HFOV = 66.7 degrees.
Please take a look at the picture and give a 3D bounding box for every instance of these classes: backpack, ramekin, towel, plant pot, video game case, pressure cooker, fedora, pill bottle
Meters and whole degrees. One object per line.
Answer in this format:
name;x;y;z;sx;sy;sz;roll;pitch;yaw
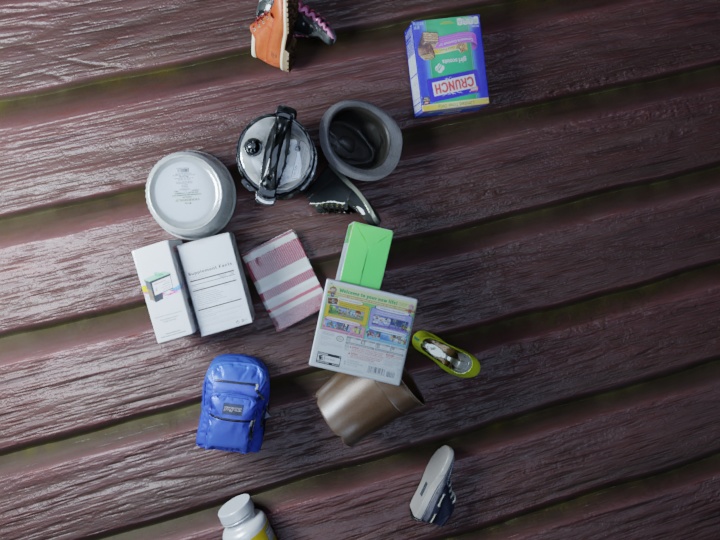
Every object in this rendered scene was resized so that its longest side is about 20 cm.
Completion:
backpack;-0.277;0.296;1.230;0.159;0.168;0.204;9;89;-15
ramekin;-0.379;-0.168;1.214;0.196;0.105;0.205;0;94;-7
towel;-0.177;0.024;1.296;0.142;0.023;0.203;-26;95;-3
plant pot;0.014;0.283;1.262;0.197;0.200;0.202;-37;98;4
video game case;0.006;0.128;1.142;0.196;0.022;0.186;13;92;0
pressure cooker;-0.184;-0.242;1.187;0.177;0.200;0.178;-29;96;-5
fedora;-0.011;-0.291;1.255;0.196;0.090;0.181;10;85;-22
pill bottle;-0.256;0.636;1.280;0.110;0.111;0.203;-24;96;-5

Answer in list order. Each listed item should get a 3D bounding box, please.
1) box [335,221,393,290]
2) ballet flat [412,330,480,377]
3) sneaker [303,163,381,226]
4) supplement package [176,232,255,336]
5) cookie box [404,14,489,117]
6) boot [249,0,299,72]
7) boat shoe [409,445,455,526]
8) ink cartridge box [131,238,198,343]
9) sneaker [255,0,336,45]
box;0.000;0.000;1.239;0.095;0.176;0.204;13;92;-6
ballet flat;0.214;0.212;1.338;0.198;0.067;0.068;30;89;-9
sneaker;-0.041;-0.146;1.255;0.106;0.075;0.201;-43;63;5
supplement package;-0.319;0.027;1.226;0.117;0.121;0.204;-15;95;-7
cookie box;0.203;-0.477;1.287;0.167;0.075;0.204;-9;96;-8
boot;-0.191;-0.540;1.187;0.105;0.202;0.076;19;47;2
boat shoe;0.204;0.538;1.362;0.091;0.075;0.203;25;98;-15
ink cartridge box;-0.418;0.040;1.201;0.082;0.145;0.204;-15;96;-6
sneaker;-0.149;-0.562;1.245;0.198;0.079;0.096;30;113;-9
